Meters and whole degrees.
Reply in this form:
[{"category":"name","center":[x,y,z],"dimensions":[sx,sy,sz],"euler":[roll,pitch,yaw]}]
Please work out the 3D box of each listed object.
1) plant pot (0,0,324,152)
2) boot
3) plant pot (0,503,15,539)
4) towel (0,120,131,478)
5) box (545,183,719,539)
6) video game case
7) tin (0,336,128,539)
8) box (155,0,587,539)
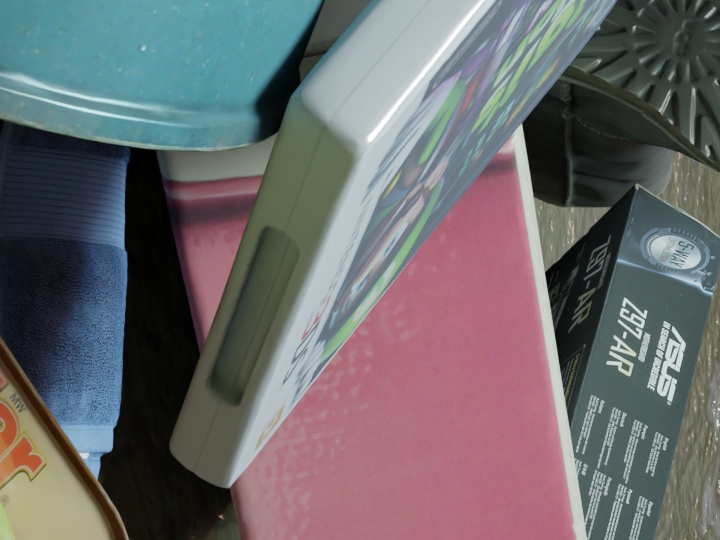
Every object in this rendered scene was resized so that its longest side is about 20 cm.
[{"category":"plant pot","center":[-0.067,-0.155,0.547],"dimensions":[0.189,0.199,0.200],"euler":[-64,163,17]},{"category":"boot","center":[0.112,-0.055,1.049],"dimensions":[0.073,0.181,0.200],"euler":[-56,168,-15]},{"category":"plant pot","center":[-0.146,0.092,0.488],"dimensions":[0.184,0.199,0.202],"euler":[-58,143,-71]},{"category":"towel","center":[-0.097,-0.032,0.759],"dimensions":[0.112,0.048,0.201],"euler":[10,81,-68]},{"category":"box","center":[0.058,0.087,1.019],"dimensions":[0.043,0.160,0.201],"euler":[30,48,-12]},{"category":"video game case","center":[0.030,-0.056,0.666],"dimensions":[0.200,0.023,0.182],"euler":[-52,173,-28]},{"category":"tin","center":[-0.122,0.064,0.657],"dimensions":[0.112,0.042,0.200],"euler":[-47,136,-21]},{"category":"box","center":[0.000,0.000,0.869],"dimensions":[0.128,0.108,0.201],"euler":[-102,-179,-66]}]
